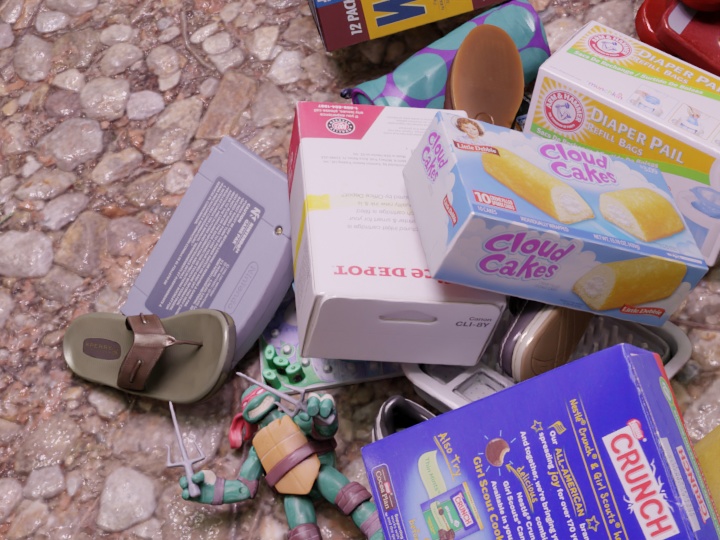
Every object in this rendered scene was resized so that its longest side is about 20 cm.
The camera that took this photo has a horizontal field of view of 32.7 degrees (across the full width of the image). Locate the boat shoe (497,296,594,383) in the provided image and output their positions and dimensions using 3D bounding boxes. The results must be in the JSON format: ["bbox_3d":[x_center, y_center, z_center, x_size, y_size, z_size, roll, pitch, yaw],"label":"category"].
[{"bbox_3d":[0.146,0.021,0.956,0.064,0.072,0.200,17,38,24],"label":"boat shoe"}]

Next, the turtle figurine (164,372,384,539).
[{"bbox_3d":[-0.056,0.151,0.967,0.150,0.100,0.200,-46,68,22],"label":"turtle figurine"}]

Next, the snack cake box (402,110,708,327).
[{"bbox_3d":[0.140,-0.037,0.896,0.199,0.067,0.115,11,42,-23],"label":"snack cake box"}]

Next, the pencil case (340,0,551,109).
[{"bbox_3d":[0.086,-0.182,1.174,0.199,0.092,0.085,-31,95,-12],"label":"pencil case"}]

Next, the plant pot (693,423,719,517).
[{"bbox_3d":[0.296,0.174,0.850,0.141,0.200,0.201,-18,53,20],"label":"plant pot"}]

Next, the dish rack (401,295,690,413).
[{"bbox_3d":[0.148,0.079,0.983,0.171,0.044,0.200,31,48,30],"label":"dish rack"}]

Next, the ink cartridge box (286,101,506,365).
[{"bbox_3d":[0.020,-0.030,0.957,0.144,0.084,0.201,3,50,-11],"label":"ink cartridge box"}]

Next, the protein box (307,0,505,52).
[{"bbox_3d":[0.030,-0.335,1.215,0.197,0.136,0.200,-16,30,0],"label":"protein box"}]

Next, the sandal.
[{"bbox_3d":[-0.187,0.070,1.040,0.200,0.057,0.080,-2,78,33],"label":"sandal"}]

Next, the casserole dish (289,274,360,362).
[{"bbox_3d":[0.000,0.000,1.067,0.120,0.039,0.201,-20,55,-3],"label":"casserole dish"}]

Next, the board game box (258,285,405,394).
[{"bbox_3d":[0.002,0.005,1.101,0.199,0.026,0.201,-9,56,4],"label":"board game box"}]

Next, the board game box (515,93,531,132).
[{"bbox_3d":[0.173,-0.077,1.126,0.104,0.024,0.200,-34,57,-13],"label":"board game box"}]

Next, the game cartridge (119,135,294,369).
[{"bbox_3d":[-0.123,-0.003,1.072,0.133,0.041,0.201,35,98,29],"label":"game cartridge"}]

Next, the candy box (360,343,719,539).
[{"bbox_3d":[0.118,0.160,0.778,0.199,0.077,0.170,-25,71,28],"label":"candy box"}]

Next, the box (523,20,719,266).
[{"bbox_3d":[0.249,-0.113,1.057,0.199,0.113,0.101,29,48,21],"label":"box"}]

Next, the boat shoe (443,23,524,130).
[{"bbox_3d":[0.101,-0.120,1.095,0.070,0.070,0.201,12,67,-13],"label":"boat shoe"}]

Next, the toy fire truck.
[{"bbox_3d":[0.374,-0.254,1.169,0.168,0.112,0.200,39,70,4],"label":"toy fire truck"}]

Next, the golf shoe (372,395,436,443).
[{"bbox_3d":[0.075,0.174,0.886,0.072,0.092,0.200,-38,59,-16],"label":"golf shoe"}]
